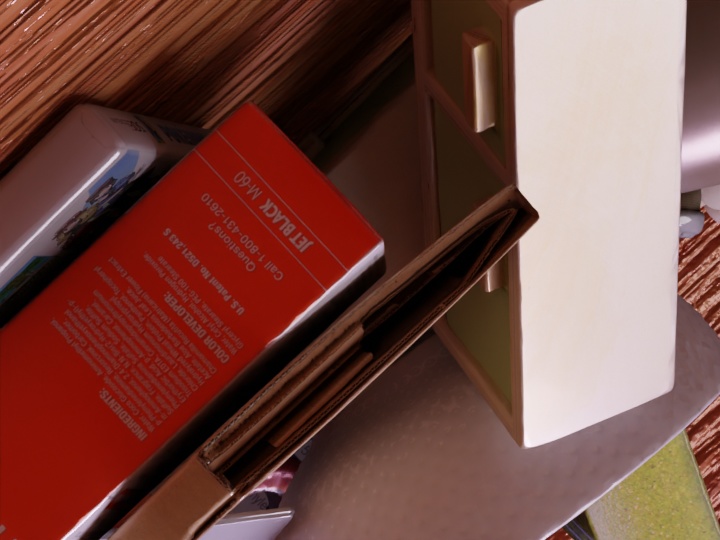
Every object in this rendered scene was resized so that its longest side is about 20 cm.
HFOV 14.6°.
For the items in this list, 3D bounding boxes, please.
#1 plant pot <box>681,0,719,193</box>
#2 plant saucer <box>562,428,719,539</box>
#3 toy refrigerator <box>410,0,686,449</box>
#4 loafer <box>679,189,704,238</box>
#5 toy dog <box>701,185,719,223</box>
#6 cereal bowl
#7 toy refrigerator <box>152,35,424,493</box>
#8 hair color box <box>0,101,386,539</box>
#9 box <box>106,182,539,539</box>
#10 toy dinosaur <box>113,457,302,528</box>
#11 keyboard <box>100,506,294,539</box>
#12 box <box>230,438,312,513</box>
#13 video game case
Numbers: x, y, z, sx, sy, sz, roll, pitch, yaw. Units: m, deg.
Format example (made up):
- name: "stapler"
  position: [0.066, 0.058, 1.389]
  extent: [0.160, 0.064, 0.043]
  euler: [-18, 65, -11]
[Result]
- name: "plant pot"
  position: [0.148, -0.116, 1.053]
  extent: [0.173, 0.200, 0.200]
  euler: [-27, 175, 4]
- name: "plant saucer"
  position: [0.083, 0.046, 1.282]
  extent: [0.048, 0.200, 0.200]
  euler: [-28, -149, -10]
- name: "toy refrigerator"
  position: [0.060, -0.039, 0.947]
  extent: [0.070, 0.076, 0.200]
  euler: [-21, 137, -17]
- name: "loafer"
  position: [0.091, -0.067, 1.199]
  extent: [0.200, 0.075, 0.070]
  euler: [-132, -134, -62]
- name: "toy dog"
  position: [0.182, -0.087, 1.596]
  extent: [0.200, 0.140, 0.194]
  euler: [-44, 161, 4]
- name: "cereal bowl"
  position: [0.043, 0.063, 1.099]
  extent: [0.200, 0.083, 0.200]
  euler: [-36, -179, 1]
- name: "toy refrigerator"
  position: [-0.018, -0.004, 1.067]
  extent: [0.200, 0.070, 0.076]
  euler: [-45, -167, 12]
- name: "hair color box"
  position: [-0.084, 0.042, 0.870]
  extent: [0.200, 0.064, 0.111]
  euler: [-44, 176, -3]
- name: "box"
  position: [-0.039, 0.062, 0.912]
  extent: [0.163, 0.021, 0.200]
  euler: [-42, 178, -40]
- name: "toy dinosaur"
  position: [-0.099, 0.128, 1.127]
  extent: [0.181, 0.105, 0.200]
  euler: [-24, -170, 2]
- name: "keyboard"
  position: [-0.125, 0.108, 1.027]
  extent: [0.200, 0.011, 0.056]
  euler: [-6, 154, -19]
- name: "box"
  position: [-0.040, 0.112, 1.265]
  extent: [0.200, 0.184, 0.105]
  euler: [-42, 172, -12]
- name: "video game case"
  position: [-0.128, 0.027, 0.883]
  extent: [0.200, 0.022, 0.182]
  euler: [-44, 174, 7]
